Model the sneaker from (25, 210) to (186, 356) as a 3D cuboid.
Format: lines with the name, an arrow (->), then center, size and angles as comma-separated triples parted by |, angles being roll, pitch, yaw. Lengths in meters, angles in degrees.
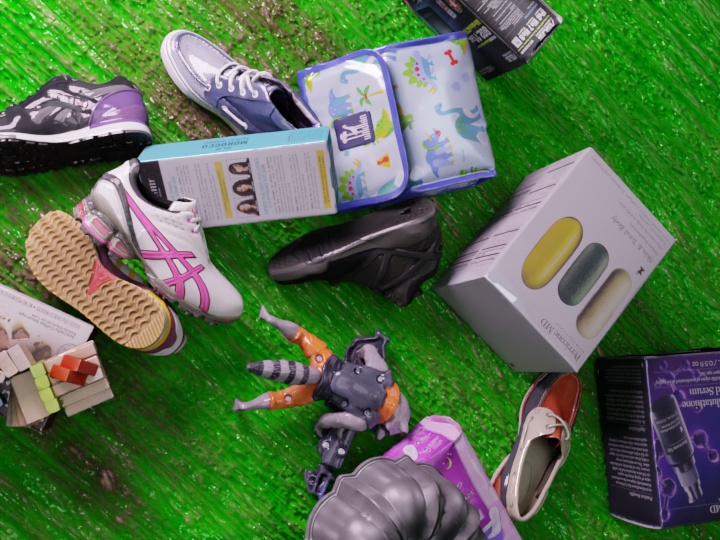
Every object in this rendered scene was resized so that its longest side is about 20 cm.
sneaker -> -0.264, 0.020, 0.828 | 0.200, 0.090, 0.075 | 42, 83, 18

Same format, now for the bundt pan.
bundt pan -> 0.042, 0.284, 0.760 | 0.200, 0.076, 0.204 | 0, 90, -29

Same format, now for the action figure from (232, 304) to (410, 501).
action figure -> -0.037, 0.148, 0.860 | 0.192, 0.105, 0.202 | 16, 79, -7

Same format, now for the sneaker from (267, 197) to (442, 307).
sneaker -> 0.000, 0.000, 0.898 | 0.198, 0.076, 0.115 | -18, 121, 1

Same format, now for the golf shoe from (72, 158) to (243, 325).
golf shoe -> -0.185, -0.023, 0.806 | 0.092, 0.073, 0.200 | -45, 114, 4

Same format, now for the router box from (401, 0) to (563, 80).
router box -> 0.131, -0.297, 0.910 | 0.150, 0.200, 0.062 | 40, 94, -8

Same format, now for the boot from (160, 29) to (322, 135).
boot -> -0.126, -0.201, 0.873 | 0.200, 0.090, 0.073 | 42, 59, -10

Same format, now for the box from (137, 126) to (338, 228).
box -> -0.126, -0.095, 0.837 | 0.198, 0.049, 0.083 | -5, 118, 4

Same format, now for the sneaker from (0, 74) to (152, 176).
sneaker -> -0.325, -0.157, 0.835 | 0.198, 0.076, 0.088 | -9, 71, -21

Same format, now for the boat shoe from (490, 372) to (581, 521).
boat shoe -> 0.216, 0.204, 0.949 | 0.071, 0.063, 0.201 | 34, 74, -8

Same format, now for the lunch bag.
lunch bag -> 0.038, -0.164, 0.913 | 0.198, 0.127, 0.172 | -11, 89, -5

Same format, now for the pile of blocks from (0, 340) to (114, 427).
pile of blocks -> -0.325, 0.102, 0.715 | 0.198, 0.062, 0.083 | 3, 85, -15

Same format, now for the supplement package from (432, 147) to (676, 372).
supplement package -> 0.221, -0.006, 0.928 | 0.152, 0.151, 0.200 | 44, 74, -8

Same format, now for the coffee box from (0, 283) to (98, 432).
coffee box -> -0.373, 0.065, 0.778 | 0.199, 0.080, 0.114 | 27, 78, -12

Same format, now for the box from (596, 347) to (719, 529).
box -> 0.386, 0.200, 0.978 | 0.147, 0.104, 0.202 | -3, 84, -17

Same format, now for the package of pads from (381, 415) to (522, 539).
package of pads -> 0.097, 0.274, 0.878 | 0.120, 0.076, 0.201 | -36, 108, -22
